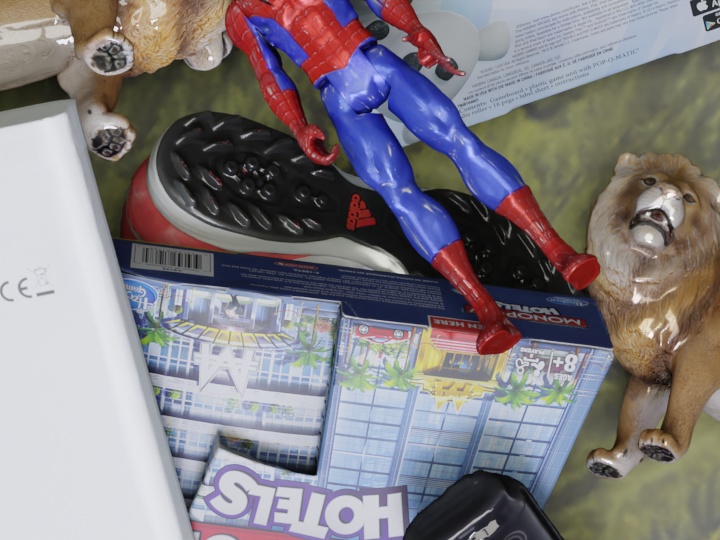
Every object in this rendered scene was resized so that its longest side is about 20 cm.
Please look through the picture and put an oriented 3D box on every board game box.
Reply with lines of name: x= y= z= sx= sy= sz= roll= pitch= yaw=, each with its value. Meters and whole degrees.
board game box: x=-0.019 y=0.100 z=1.152 sx=0.200 sy=0.062 sz=0.200 roll=7 pitch=109 yaw=-6
board game box: x=0.063 y=-0.163 z=1.151 sx=0.200 sy=0.043 sz=0.199 roll=-19 pitch=125 yaw=-1

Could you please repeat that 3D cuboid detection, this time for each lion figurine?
lion figurine: x=0.166 y=0.045 z=1.189 sx=0.200 sy=0.072 sz=0.123 roll=31 pitch=62 yaw=-13
lion figurine: x=-0.141 y=-0.087 z=1.139 sx=0.200 sy=0.123 sz=0.073 roll=-7 pitch=126 yaw=-4

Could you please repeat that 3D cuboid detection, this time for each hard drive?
hard drive: x=-0.143 y=0.046 z=1.093 sx=0.132 sy=0.026 sz=0.200 roll=-11 pitch=109 yaw=10

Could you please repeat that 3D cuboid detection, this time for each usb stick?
usb stick: x=0.076 y=0.146 z=1.142 sx=0.055 sy=0.033 sz=0.200 roll=-36 pitch=133 yaw=0

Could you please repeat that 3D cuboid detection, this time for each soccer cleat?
soccer cleat: x=0.000 y=0.000 z=1.196 sx=0.200 sy=0.073 sz=0.068 roll=22 pitch=57 yaw=-14

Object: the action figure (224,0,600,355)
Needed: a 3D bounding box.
action figure: x=0.006 y=-0.063 z=1.097 sx=0.065 sy=0.052 sz=0.200 roll=-41 pitch=75 yaw=9
